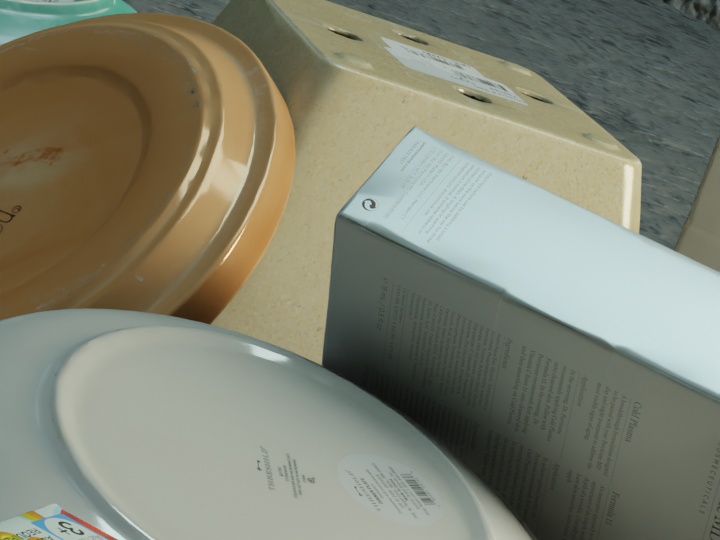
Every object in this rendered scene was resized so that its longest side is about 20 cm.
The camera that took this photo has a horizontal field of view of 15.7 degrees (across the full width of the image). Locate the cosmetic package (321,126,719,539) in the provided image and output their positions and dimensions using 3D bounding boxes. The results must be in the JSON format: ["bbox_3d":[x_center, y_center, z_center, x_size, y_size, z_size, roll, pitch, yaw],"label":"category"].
[{"bbox_3d":[0.061,0.067,0.830,0.150,0.201,0.052,28,52,18],"label":"cosmetic package"}]

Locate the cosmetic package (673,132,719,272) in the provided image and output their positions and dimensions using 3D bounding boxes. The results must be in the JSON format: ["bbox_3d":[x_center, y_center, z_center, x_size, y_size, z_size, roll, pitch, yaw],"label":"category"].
[{"bbox_3d":[0.187,0.019,1.183,0.106,0.201,0.090,24,14,9],"label":"cosmetic package"}]

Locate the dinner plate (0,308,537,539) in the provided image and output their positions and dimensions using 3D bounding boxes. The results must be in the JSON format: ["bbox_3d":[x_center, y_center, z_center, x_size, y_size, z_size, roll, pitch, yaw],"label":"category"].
[{"bbox_3d":[-0.027,0.063,0.716,0.199,0.024,0.200,22,25,-11],"label":"dinner plate"}]

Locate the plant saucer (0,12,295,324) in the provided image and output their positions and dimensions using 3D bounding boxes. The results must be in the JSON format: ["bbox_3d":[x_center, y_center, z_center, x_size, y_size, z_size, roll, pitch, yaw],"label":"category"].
[{"bbox_3d":[-0.119,-0.021,0.912,0.200,0.200,0.032,37,-17,48],"label":"plant saucer"}]

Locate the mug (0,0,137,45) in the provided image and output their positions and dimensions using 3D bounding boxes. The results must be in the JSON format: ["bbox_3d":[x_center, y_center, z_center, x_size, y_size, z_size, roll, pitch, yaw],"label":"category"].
[{"bbox_3d":[-0.148,-0.075,1.139,0.152,0.115,0.184,26,24,39],"label":"mug"}]

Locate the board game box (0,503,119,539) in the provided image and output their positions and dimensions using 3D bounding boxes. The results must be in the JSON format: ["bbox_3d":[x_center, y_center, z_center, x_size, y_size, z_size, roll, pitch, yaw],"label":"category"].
[{"bbox_3d":[-0.025,0.146,0.561,0.199,0.104,0.105,26,14,18],"label":"board game box"}]

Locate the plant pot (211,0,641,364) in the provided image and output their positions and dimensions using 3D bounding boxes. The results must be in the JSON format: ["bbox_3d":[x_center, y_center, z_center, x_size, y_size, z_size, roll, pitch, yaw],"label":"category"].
[{"bbox_3d":[0.000,0.000,1.017,0.199,0.178,0.200,17,13,-20],"label":"plant pot"}]
